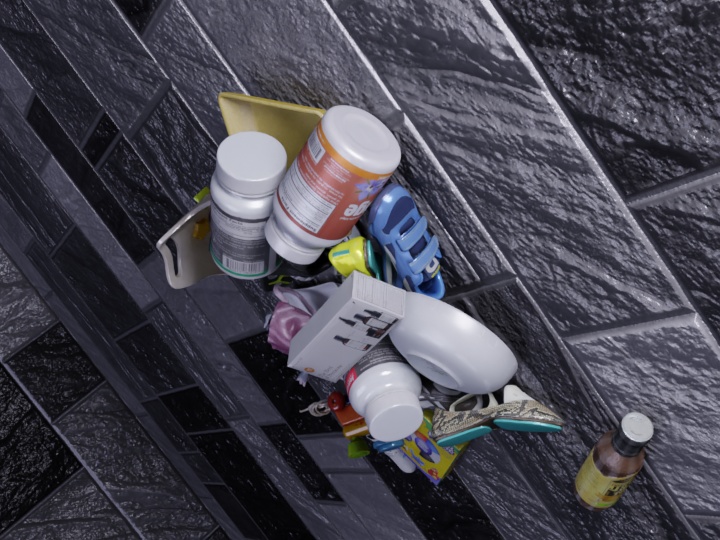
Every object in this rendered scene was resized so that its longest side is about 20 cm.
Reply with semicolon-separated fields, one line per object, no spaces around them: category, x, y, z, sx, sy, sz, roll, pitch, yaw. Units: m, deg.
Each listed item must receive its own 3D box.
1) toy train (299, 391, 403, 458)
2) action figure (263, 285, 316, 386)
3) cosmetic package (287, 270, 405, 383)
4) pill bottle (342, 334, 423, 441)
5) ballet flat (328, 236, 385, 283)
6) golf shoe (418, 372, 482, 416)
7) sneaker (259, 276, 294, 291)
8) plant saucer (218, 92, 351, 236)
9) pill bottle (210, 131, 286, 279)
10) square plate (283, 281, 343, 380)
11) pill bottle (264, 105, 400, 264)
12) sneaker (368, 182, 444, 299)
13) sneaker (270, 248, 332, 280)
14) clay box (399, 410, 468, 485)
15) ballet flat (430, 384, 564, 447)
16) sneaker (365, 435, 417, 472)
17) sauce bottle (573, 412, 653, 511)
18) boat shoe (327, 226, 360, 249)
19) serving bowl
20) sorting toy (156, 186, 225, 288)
toy train;-0.015;0.264;1.573;0.199;0.084;0.117;-25;64;30
action figure;-0.054;0.117;1.550;0.199;0.134;0.150;12;93;33
cosmetic package;-0.023;0.083;1.292;0.082;0.051;0.200;22;139;-18
pill bottle;0.027;0.150;1.389;0.201;0.110;0.111;-110;7;-46
ballet flat;0.000;0.000;1.313;0.200;0.066;0.067;51;-150;-70
golf shoe;0.105;0.178;1.442;0.199;0.078;0.095;18;108;29
sneaker;-0.147;-0.043;1.561;0.077;0.075;0.201;57;157;33
plant saucer;-0.095;-0.161;1.321;0.199;0.048;0.201;17;137;35
pill bottle;-0.156;-0.090;1.315;0.113;0.113;0.201;38;145;21
square plate;-0.032;0.103;1.597;0.201;0.028;0.198;57;152;-13
pill bottle;-0.043;-0.104;1.197;0.112;0.112;0.200;45;127;9
sneaker;0.068;-0.034;1.239;0.082;0.074;0.201;30;155;36
sneaker;-0.123;-0.024;1.444;0.090;0.199;0.067;-16;73;48
clay box;0.121;0.274;1.560;0.115;0.048;0.201;42;152;16
ballet flat;0.189;0.201;1.326;0.199;0.076;0.068;-14;153;28
sneaker;0.036;0.291;1.681;0.072;0.072;0.201;-7;120;56
sauce bottle;0.327;0.247;1.205;0.065;0.065;0.201;38;152;21
boat shoe;-0.085;-0.069;1.418;0.199;0.071;0.072;28;146;36
serving bowl;0.115;0.113;1.290;0.199;0.066;0.200;30;162;11
sorting toy;-0.261;-0.059;1.573;0.107;0.180;0.201;33;147;28
